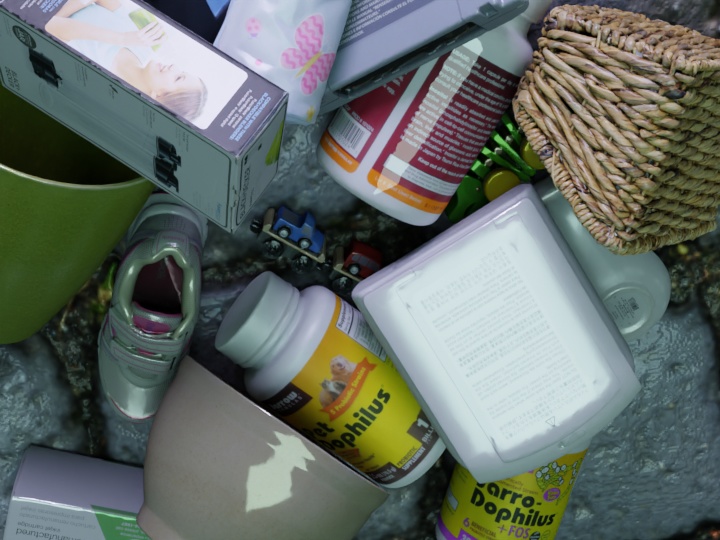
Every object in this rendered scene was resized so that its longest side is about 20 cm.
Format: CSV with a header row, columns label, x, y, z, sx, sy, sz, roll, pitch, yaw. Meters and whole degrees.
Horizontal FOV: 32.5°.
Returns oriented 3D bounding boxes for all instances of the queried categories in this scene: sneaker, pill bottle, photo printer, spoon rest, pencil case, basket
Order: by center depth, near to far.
label,x,y,z,sx,sy,sz,roll,pitch,yaw
pencil case,-0.048,-0.201,0.859,0.091,0.083,0.201,10,97,-40
basket,0.196,-0.110,0.924,0.143,0.200,0.149,28,114,29
pill bottle,0.060,-0.144,0.943,0.113,0.113,0.200,28,107,-15
photo printer,0.113,0.058,0.969,0.166,0.069,0.200,-32,99,6
sneaker,-0.175,0.041,1.010,0.081,0.088,0.201,8,111,-8
pill bottle,-0.020,0.088,1.031,0.200,0.109,0.109,36,105,-17
spoon rest,0.199,-0.013,1.046,0.099,0.061,0.200,-28,125,8
pill bottle,0.140,0.163,1.078,0.104,0.104,0.201,12,110,-10

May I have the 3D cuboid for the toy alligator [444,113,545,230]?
label,x,y,z,sx,sy,sz,roll,pitch,yaw
toy alligator,0.097,-0.078,1.001,0.054,0.059,0.200,41,103,-18

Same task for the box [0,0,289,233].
label,x,y,z,sx,sy,sz,roll,pitch,yaw
box,-0.148,-0.120,0.820,0.200,0.117,0.060,33,67,7

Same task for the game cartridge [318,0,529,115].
label,x,y,z,sx,sy,sz,roll,pitch,yaw
game cartridge,0.021,-0.208,0.889,0.200,0.134,0.041,-21,157,33

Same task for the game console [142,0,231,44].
label,x,y,z,sx,sy,sz,roll,pitch,yaw
game console,-0.108,-0.256,0.838,0.200,0.031,0.177,-55,138,-22

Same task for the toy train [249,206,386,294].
label,x,y,z,sx,sy,sz,roll,pitch,yaw
toy train,0.000,0.000,1.035,0.200,0.034,0.046,27,118,-15

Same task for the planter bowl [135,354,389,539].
label,x,y,z,sx,sy,sz,roll,pitch,yaw
planter bowl,-0.096,0.178,0.992,0.200,0.200,0.135,37,82,-17

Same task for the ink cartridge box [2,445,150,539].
label,x,y,z,sx,sy,sz,roll,pitch,yaw
ink cartridge box,-0.249,0.274,1.099,0.145,0.088,0.201,13,112,-11

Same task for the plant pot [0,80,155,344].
label,x,y,z,sx,sy,sz,roll,pitch,yaw
plant pot,-0.259,-0.047,0.936,0.187,0.187,0.200,20,125,-12
